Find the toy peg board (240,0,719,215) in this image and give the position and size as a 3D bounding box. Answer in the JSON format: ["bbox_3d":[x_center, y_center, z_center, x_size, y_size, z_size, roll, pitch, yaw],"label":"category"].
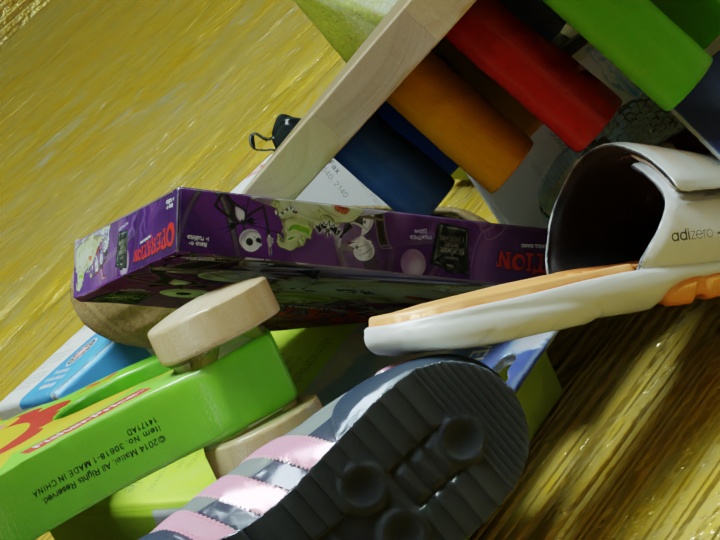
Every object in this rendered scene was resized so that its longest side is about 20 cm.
[{"bbox_3d":[0.076,-0.102,0.885,0.199,0.098,0.200,-46,6,46],"label":"toy peg board"}]

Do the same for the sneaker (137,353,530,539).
[{"bbox_3d":[-0.030,0.098,0.759,0.199,0.070,0.082,-32,4,1],"label":"sneaker"}]

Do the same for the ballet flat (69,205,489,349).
[{"bbox_3d":[-0.024,-0.003,0.982,0.198,0.069,0.072,1,-12,-12],"label":"ballet flat"}]

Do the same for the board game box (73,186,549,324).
[{"bbox_3d":[0.000,0.000,0.885,0.120,0.198,0.033,169,105,-65],"label":"board game box"}]

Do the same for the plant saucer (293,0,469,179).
[{"bbox_3d":[0.089,-0.138,1.115,0.199,0.200,0.048,-36,49,7],"label":"plant saucer"}]

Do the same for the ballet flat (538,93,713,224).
[{"bbox_3d":[0.151,-0.047,0.890,0.199,0.074,0.074,-32,16,33],"label":"ballet flat"}]

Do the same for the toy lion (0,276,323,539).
[{"bbox_3d":[-0.131,0.077,0.846,0.199,0.069,0.191,-28,6,-22],"label":"toy lion"}]

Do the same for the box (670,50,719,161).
[{"bbox_3d":[0.217,-0.083,0.796,0.199,0.032,0.121,-36,45,-1],"label":"box"}]

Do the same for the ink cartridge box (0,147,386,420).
[{"bbox_3d":[-0.066,0.026,1.086,0.200,0.086,0.146,-42,8,-18],"label":"ink cartridge box"}]

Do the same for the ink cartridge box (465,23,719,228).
[{"bbox_3d":[0.134,-0.098,1.022,0.199,0.086,0.148,-35,17,6],"label":"ink cartridge box"}]

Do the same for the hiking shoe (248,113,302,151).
[{"bbox_3d":[0.038,-0.103,1.238,0.200,0.087,0.074,-43,17,-18],"label":"hiking shoe"}]

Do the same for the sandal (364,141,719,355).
[{"bbox_3d":[0.089,-0.015,0.798,0.205,0.060,0.079,-11,2,-35],"label":"sandal"}]

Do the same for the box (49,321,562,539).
[{"bbox_3d":[-0.014,0.069,0.885,0.199,0.048,0.122,-7,30,35],"label":"box"}]
